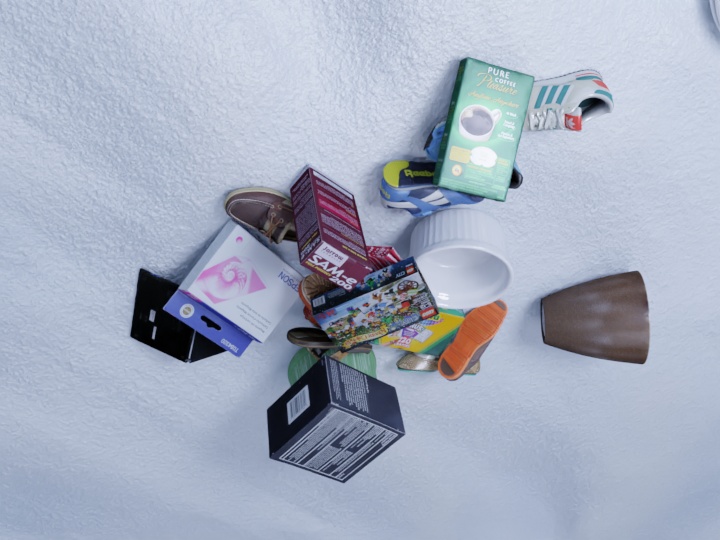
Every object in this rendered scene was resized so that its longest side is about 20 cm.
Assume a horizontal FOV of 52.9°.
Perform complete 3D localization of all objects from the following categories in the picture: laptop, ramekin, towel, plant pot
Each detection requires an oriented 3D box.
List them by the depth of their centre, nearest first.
[{"bbox_3d":[0.000,0.000,1.306,0.196,0.023,0.145,4,150,33],"label":"towel"},{"bbox_3d":[0.178,-0.023,1.321,0.195,0.100,0.202,2,146,1],"label":"ramekin"},{"bbox_3d":[-0.322,0.077,1.386,0.196,0.104,0.180,23,126,2],"label":"laptop"},{"bbox_3d":[0.475,0.101,1.494,0.194,0.190,0.190,-3,134,10],"label":"plant pot"},{"bbox_3d":[-0.053,0.244,1.532,0.195,0.099,0.203,-7,132,-7],"label":"ramekin"}]

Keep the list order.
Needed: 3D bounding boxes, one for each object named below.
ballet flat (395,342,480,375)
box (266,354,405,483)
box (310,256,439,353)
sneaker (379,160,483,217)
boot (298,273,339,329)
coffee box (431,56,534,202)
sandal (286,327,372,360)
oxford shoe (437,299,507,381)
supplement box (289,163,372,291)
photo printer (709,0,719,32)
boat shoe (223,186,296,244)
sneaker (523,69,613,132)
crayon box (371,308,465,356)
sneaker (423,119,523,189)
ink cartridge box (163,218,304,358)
[{"bbox_3d":[0.171,0.187,1.570,0.195,0.070,0.067,4,104,-20],"label":"ballet flat"},{"bbox_3d":[-0.051,0.298,1.428,0.196,0.125,0.200,29,121,-32],"label":"box"},{"bbox_3d":[0.027,0.064,1.268,0.196,0.038,0.137,-23,139,10],"label":"box"},{"bbox_3d":[0.122,-0.139,1.259,0.195,0.075,0.083,5,140,-17],"label":"sneaker"},{"bbox_3d":[-0.079,0.067,1.361,0.105,0.077,0.200,-7,155,26],"label":"boot"},{"bbox_3d":[0.194,-0.221,1.147,0.120,0.044,0.205,10,97,-10],"label":"coffee box"},{"bbox_3d":[-0.060,0.154,1.426,0.197,0.081,0.056,14,97,-45],"label":"sandal"},{"bbox_3d":[0.238,0.146,1.521,0.201,0.071,0.073,-48,152,0],"label":"oxford shoe"},{"bbox_3d":[-0.052,-0.073,1.186,0.108,0.202,0.061,29,121,-32],"label":"supplement box"},{"bbox_3d":[0.638,-0.445,1.107,0.198,0.070,0.166,-34,129,17],"label":"photo printer"},{"bbox_3d":[-0.138,-0.084,1.244,0.196,0.073,0.073,17,126,-25],"label":"boat shoe"},{"bbox_3d":[0.316,-0.261,1.178,0.195,0.095,0.071,-17,133,2],"label":"sneaker"},{"bbox_3d":[0.099,0.099,1.468,0.196,0.059,0.120,13,127,-23],"label":"crayon box"},{"bbox_3d":[0.197,-0.189,1.209,0.196,0.090,0.080,14,115,-26],"label":"sneaker"},{"bbox_3d":[-0.220,0.044,1.308,0.196,0.043,0.202,39,87,-37],"label":"ink cartridge box"}]
